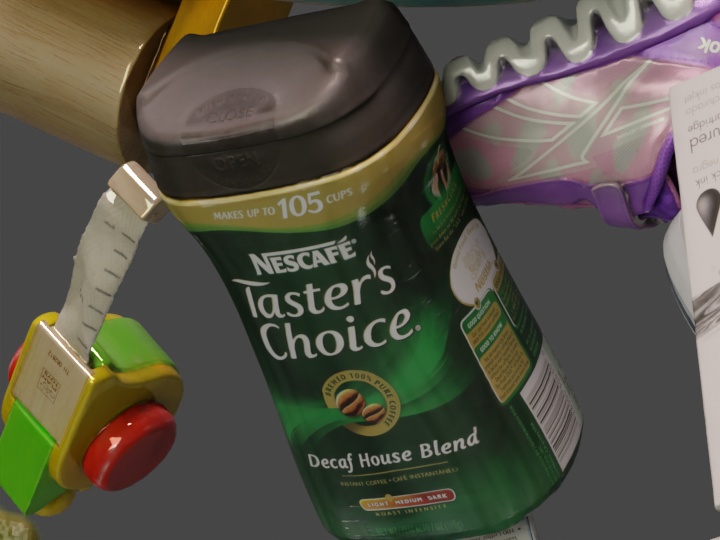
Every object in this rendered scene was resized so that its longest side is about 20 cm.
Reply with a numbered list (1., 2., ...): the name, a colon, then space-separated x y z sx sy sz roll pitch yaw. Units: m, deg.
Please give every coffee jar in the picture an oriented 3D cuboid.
1. coffee jar: 0.000 0.000 1.036 0.104 0.085 0.200 -9 121 30

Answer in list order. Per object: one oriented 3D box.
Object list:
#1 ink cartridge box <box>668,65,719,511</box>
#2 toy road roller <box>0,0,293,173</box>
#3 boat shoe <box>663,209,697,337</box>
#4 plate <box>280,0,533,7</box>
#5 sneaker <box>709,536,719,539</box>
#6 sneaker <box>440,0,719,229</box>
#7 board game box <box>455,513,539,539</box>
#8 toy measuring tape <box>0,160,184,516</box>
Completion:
1. ink cartridge box: 0.171 0.017 0.916 0.116 0.067 0.200 -23 54 30
2. toy road roller: -0.101 -0.148 1.119 0.123 0.146 0.200 23 96 27
3. boat shoe: 0.169 0.062 1.008 0.200 0.073 0.067 51 139 24
4. plate: 0.015 -0.114 1.022 0.200 0.200 0.026 0 88 27
5. sneaker: 0.104 0.193 1.022 0.073 0.085 0.201 12 97 26
6. sneaker: 0.081 -0.049 1.063 0.200 0.080 0.089 -26 84 22
7. board game box: -0.016 0.183 1.011 0.200 0.041 0.200 -16 37 4
8. toy measuring tape: -0.094 0.026 1.124 0.074 0.073 0.200 47 135 22
